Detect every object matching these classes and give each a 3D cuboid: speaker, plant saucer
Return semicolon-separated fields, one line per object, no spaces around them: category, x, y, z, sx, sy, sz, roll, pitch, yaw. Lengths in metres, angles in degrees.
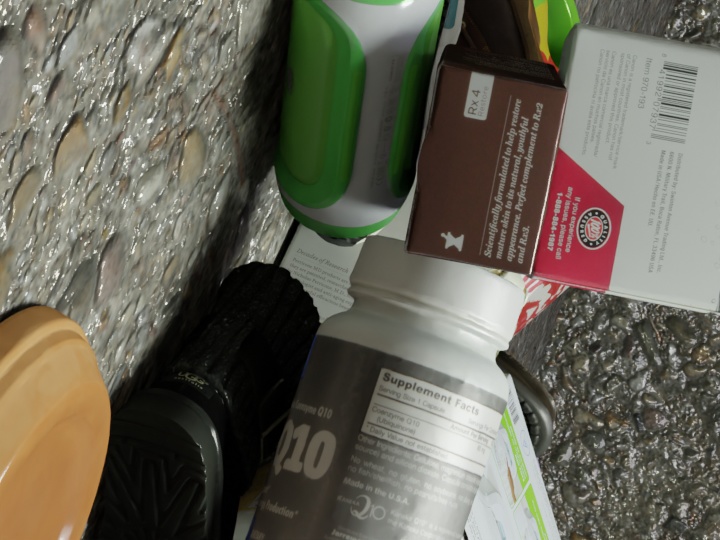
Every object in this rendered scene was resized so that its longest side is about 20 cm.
speaker;-0.001;-0.109;1.103;0.201;0.088;0.089;99;17;-50
plant saucer;-0.160;0.115;0.883;0.200;0.037;0.202;22;90;-79

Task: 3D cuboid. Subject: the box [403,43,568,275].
box;0.069;-0.067;1.119;0.200;0.074;0.101;-62;163;-79

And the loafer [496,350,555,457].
loafer;0.065;0.058;1.429;0.071;0.199;0.073;-25;142;-46

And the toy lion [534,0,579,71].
toy lion;0.124;-0.127;1.455;0.192;0.068;0.201;60;35;-36

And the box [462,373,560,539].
box;0.066;0.194;1.313;0.176;0.096;0.202;-43;118;-65

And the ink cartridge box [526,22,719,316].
ink cartridge box;0.203;-0.049;1.157;0.083;0.198;0.147;10;91;-89

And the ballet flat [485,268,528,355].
ballet flat;0.076;0.029;1.343;0.200;0.070;0.071;-54;163;-54

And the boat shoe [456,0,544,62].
boat shoe;0.088;-0.120;1.294;0.071;0.070;0.201;67;11;-52

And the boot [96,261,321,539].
boot;-0.083;0.115;1.149;0.158;0.079;0.212;-54;162;-53

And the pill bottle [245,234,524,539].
pill bottle;0.015;0.091;1.106;0.114;0.113;0.202;51;57;-78

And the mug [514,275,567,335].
mug;0.130;-0.004;1.688;0.200;0.133;0.178;-43;129;-22

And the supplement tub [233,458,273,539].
supplement tub;-0.043;0.211;1.360;0.200;0.144;0.147;-45;155;-65

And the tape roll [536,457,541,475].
tape roll;0.037;0.173;1.510;0.084;0.200;0.202;3;112;-43

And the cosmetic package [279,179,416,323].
cosmetic package;0.000;0.000;1.324;0.108;0.084;0.201;83;30;-71

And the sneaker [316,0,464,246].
sneaker;0.025;-0.112;1.260;0.093;0.070;0.202;-23;131;-68
